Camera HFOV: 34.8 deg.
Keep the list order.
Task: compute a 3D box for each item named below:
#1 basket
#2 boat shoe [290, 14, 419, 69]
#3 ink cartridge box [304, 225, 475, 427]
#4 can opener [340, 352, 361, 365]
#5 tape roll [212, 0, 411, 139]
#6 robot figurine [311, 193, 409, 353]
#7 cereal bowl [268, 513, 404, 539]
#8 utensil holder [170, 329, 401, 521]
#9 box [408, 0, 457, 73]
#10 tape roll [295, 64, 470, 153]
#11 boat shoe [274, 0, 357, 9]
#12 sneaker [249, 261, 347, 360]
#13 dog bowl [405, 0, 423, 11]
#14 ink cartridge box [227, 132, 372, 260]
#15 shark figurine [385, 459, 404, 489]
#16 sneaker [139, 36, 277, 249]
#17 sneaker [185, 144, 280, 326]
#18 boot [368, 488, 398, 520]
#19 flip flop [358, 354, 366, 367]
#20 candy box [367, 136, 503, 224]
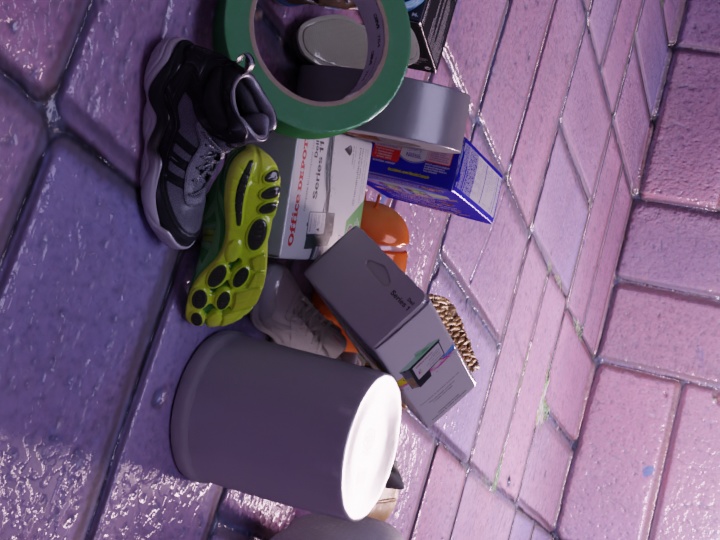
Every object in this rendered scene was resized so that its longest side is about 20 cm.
[{"bbox_3d":[0.066,0.126,1.725,0.200,0.148,0.144,-17,82,-65],"label":"basket"},{"bbox_3d":[-0.014,-0.258,1.355,0.199,0.067,0.073,-10,89,-49],"label":"boat shoe"},{"bbox_3d":[0.036,0.066,1.295,0.084,0.145,0.200,-40,143,-6],"label":"ink cartridge box"},{"bbox_3d":[-0.054,0.174,1.462,0.067,0.053,0.201,102,12,-57],"label":"can opener"},{"bbox_3d":[-0.047,-0.235,1.149,0.048,0.198,0.203,-7,-114,68],"label":"tape roll"},{"bbox_3d":[-0.001,0.000,1.445,0.143,0.115,0.203,-4,105,-60],"label":"robot figurine"},{"bbox_3d":[-0.036,0.350,1.437,0.200,0.198,0.084,44,37,-63],"label":"cereal bowl"},{"bbox_3d":[-0.075,0.165,1.231,0.170,0.198,0.172,10,90,-67],"label":"utensil holder"},{"bbox_3d":[0.080,-0.384,1.497,0.141,0.078,0.202,59,46,-71],"label":"box"},{"bbox_3d":[0.023,-0.182,1.306,0.200,0.198,0.067,2,98,-67],"label":"tape roll"},{"bbox_3d":[-0.034,-0.326,1.270,0.200,0.072,0.073,-23,121,-62],"label":"boat shoe"},{"bbox_3d":[-0.063,0.063,1.340,0.201,0.098,0.078,71,38,-50],"label":"sneaker"},{"bbox_3d":[0.053,-0.406,1.405,0.050,0.110,0.202,69,36,-74],"label":"dog bowl"},{"bbox_3d":[-0.070,-0.088,1.280,0.200,0.082,0.149,-1,100,-66],"label":"ink cartridge box"},{"bbox_3d":[-0.034,0.246,1.430,0.089,0.129,0.214,-34,175,-27],"label":"shark figurine"},{"bbox_3d":[-0.140,-0.110,1.063,0.075,0.112,0.203,-32,129,-59],"label":"sneaker"},{"bbox_3d":[-0.128,-0.033,1.166,0.084,0.073,0.202,-121,-133,-60],"label":"sneaker"},{"bbox_3d":[-0.001,0.361,1.667,0.200,0.065,0.178,21,80,-68],"label":"boot"},{"bbox_3d":[0.008,0.172,1.549,0.201,0.057,0.082,-95,-178,-59],"label":"flip flop"},{"bbox_3d":[0.082,-0.132,1.510,0.200,0.167,0.078,27,79,-67],"label":"candy box"}]
